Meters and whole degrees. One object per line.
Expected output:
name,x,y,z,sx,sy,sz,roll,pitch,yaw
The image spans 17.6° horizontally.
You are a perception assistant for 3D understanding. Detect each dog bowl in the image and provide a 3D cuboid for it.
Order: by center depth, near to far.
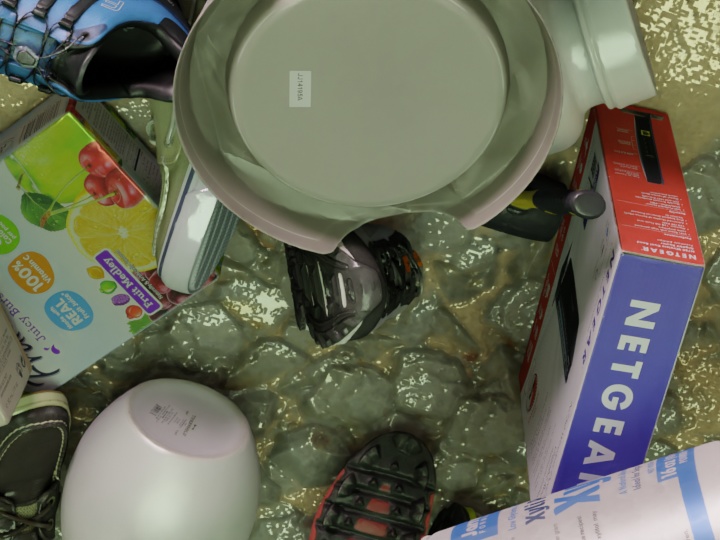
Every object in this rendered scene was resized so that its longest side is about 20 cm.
dog bowl,0.003,-0.103,1.212,0.200,0.059,0.200,-1,127,-1

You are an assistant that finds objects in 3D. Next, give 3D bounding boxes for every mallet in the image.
mallet,0.093,-0.042,1.315,0.066,0.200,0.041,16,90,-3

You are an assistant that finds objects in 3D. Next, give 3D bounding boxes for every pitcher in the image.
pitcher,-0.140,0.182,1.454,0.121,0.172,0.200,21,120,0

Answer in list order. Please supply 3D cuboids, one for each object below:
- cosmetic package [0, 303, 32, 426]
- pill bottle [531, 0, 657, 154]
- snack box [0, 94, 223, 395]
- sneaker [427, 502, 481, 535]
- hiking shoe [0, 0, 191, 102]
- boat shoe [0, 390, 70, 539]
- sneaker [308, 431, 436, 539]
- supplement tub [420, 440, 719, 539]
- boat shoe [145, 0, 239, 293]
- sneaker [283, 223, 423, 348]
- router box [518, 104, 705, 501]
cosmetic package,-0.281,0.005,1.351,0.103,0.073,0.200,-16,113,13
pill bottle,0.060,-0.109,1.314,0.200,0.112,0.112,-16,119,11
snack box,-0.202,-0.004,1.414,0.200,0.053,0.142,-33,114,19
sneaker,0.063,0.249,1.548,0.081,0.074,0.200,17,121,-12
hiking shoe,-0.174,-0.132,1.237,0.200,0.087,0.075,0,123,-30
boat shoe,-0.219,0.152,1.472,0.073,0.065,0.200,-9,145,-29
sneaker,-0.002,0.196,1.519,0.071,0.098,0.201,19,96,4
supplement tub,0.129,0.182,1.265,0.200,0.132,0.132,-19,118,10
boat shoe,-0.091,-0.088,1.346,0.062,0.072,0.200,17,97,11
sneaker,0.000,0.000,1.345,0.079,0.200,0.074,-9,93,-4
router box,0.142,0.030,1.355,0.049,0.180,0.200,10,120,-5
